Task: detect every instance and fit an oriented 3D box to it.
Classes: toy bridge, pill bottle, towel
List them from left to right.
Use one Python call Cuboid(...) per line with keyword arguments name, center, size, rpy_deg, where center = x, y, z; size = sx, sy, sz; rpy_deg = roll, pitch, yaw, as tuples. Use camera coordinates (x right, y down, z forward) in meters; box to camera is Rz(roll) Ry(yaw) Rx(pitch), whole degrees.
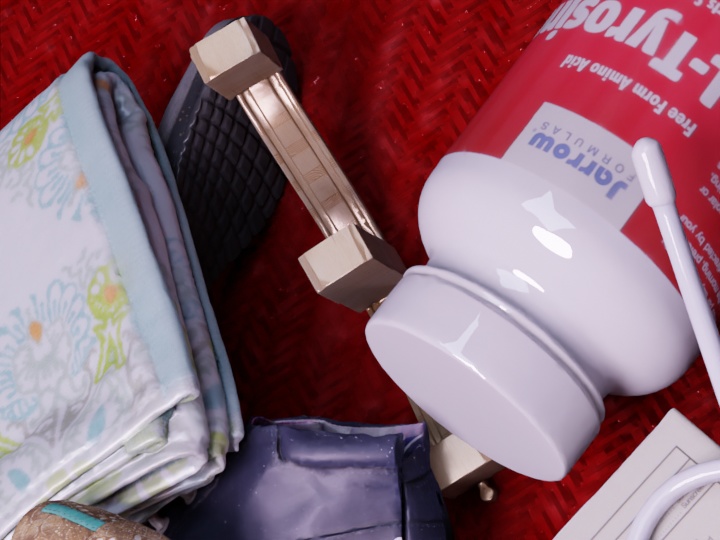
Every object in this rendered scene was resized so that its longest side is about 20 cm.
Cuboid(name="towel", center=(-0.132, 0.035, 0.853), size=(0.171, 0.048, 0.201), rpy_deg=(-37, 45, 18))
Cuboid(name="toy bridge", center=(0.000, 0.000, 0.869), size=(0.027, 0.067, 0.201), rpy_deg=(-32, 75, 8))
Cuboid(name="pill bottle", center=(0.092, -0.032, 0.798), size=(0.112, 0.112, 0.201), rpy_deg=(26, 71, 34))

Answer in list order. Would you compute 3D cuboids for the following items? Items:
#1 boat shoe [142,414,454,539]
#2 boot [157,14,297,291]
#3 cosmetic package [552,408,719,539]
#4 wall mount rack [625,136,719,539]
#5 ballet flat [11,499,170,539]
Cuboid(name="boat shoe", center=(-0.057, 0.099, 0.830), size=(0.198, 0.075, 0.094), rpy_deg=(-3, 92, 19))
Cuboid(name="boot", center=(-0.112, -0.020, 0.940), size=(0.131, 0.070, 0.201), rpy_deg=(8, 65, 35))
Cuboid(name="cosmetic package", center=(0.142, 0.149, 0.723), size=(0.104, 0.073, 0.200), rpy_deg=(-46, 55, -2))
Cuboid(name="wall mount rack", center=(0.152, 0.037, 0.672), size=(0.199, 0.074, 0.175), rpy_deg=(-15, 60, 29))
Cuboid(name="ballet flat", center=(-0.102, 0.158, 0.790), size=(0.065, 0.070, 0.201), rpy_deg=(32, 125, 27))
